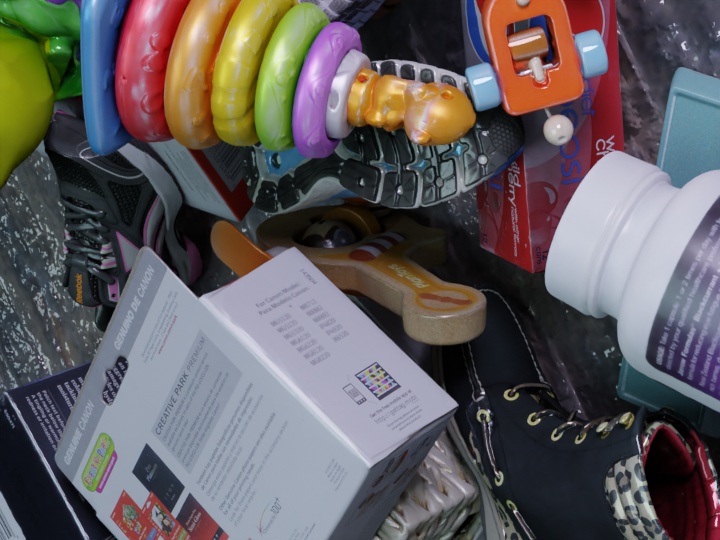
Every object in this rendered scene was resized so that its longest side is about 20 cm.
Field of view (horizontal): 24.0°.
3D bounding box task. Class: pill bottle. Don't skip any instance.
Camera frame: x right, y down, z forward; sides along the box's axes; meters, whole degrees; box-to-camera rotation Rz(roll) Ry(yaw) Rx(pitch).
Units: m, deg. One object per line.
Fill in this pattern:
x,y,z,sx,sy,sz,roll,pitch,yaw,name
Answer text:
0.197,0.018,0.832,0.200,0.111,0.112,27,123,22,pill bottle

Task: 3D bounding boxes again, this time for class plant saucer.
0.181,-0.005,0.920,0.070,0.019,0.201,24,121,34,plant saucer

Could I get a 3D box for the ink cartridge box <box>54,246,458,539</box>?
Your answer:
-0.067,0.093,0.954,0.176,0.084,0.200,44,131,16,ink cartridge box

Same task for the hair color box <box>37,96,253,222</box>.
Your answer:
-0.156,-0.106,1.126,0.199,0.061,0.102,18,155,36,hair color box

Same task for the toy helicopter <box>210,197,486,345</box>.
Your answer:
0.000,0.000,0.975,0.200,0.132,0.079,32,128,55,toy helicopter

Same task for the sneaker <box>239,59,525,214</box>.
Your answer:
0.020,-0.077,0.938,0.200,0.090,0.079,0,100,50,sneaker

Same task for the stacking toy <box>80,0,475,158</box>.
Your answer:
-0.036,-0.099,0.859,0.199,0.116,0.110,17,134,14,stacking toy

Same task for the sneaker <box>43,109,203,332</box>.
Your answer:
-0.163,-0.019,1.118,0.080,0.086,0.200,21,155,28,sneaker

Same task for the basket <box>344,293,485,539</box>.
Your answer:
-0.013,0.110,1.064,0.200,0.123,0.136,45,131,20,basket

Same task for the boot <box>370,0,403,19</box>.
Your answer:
-0.042,-0.232,1.003,0.154,0.074,0.201,-12,109,45,boot

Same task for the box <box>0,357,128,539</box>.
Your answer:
-0.182,0.146,1.178,0.200,0.198,0.124,-41,75,42,box

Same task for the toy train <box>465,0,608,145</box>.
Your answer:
0.134,-0.158,0.836,0.199,0.056,0.151,-20,105,2,toy train

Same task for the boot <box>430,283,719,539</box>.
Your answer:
0.119,0.086,0.941,0.154,0.073,0.204,-33,67,54,boot

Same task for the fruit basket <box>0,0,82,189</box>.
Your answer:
-0.234,-0.142,1.028,0.215,0.216,0.156,3,128,41,fruit basket

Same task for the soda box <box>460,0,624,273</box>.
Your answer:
0.098,-0.105,0.912,0.070,0.063,0.201,-149,50,-64,soda box

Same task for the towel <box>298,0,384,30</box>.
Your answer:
-0.052,-0.201,0.920,0.166,0.086,0.200,52,135,1,towel
